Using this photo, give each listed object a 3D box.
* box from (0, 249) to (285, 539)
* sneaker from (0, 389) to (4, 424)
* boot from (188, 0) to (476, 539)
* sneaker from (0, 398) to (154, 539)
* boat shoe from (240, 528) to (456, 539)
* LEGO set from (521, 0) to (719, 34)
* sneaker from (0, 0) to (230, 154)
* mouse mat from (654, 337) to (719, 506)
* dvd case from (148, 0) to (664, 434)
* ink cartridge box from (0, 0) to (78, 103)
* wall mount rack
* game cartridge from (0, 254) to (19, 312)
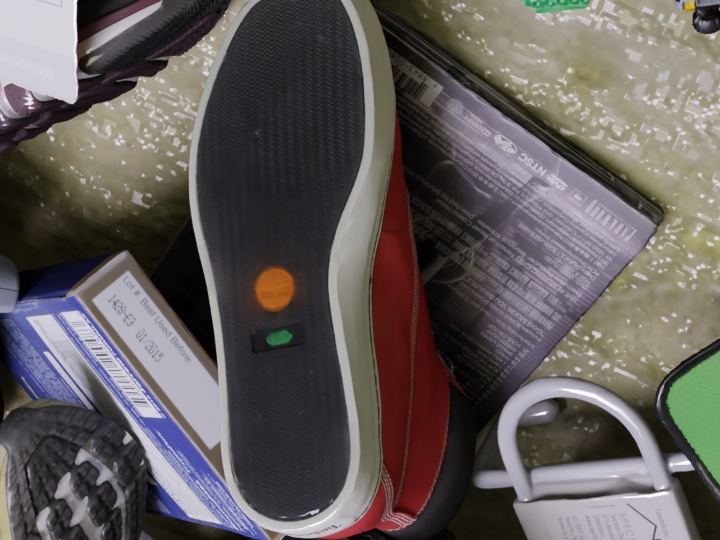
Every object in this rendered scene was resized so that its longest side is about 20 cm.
[{"bbox_3d":[-0.097,0.051,0.797,0.121,0.032,0.200,53,159,-12],"label":"box"},{"bbox_3d":[-0.182,0.058,0.791,0.075,0.200,0.071,-20,86,16],"label":"sneaker"},{"bbox_3d":[0.000,0.000,0.725,0.072,0.144,0.201,-5,80,23],"label":"boot"},{"bbox_3d":[-0.138,0.107,0.800,0.088,0.077,0.200,24,152,16],"label":"sneaker"},{"bbox_3d":[-0.021,0.139,0.838,0.075,0.066,0.199,60,148,7],"label":"boat shoe"},{"bbox_3d":[0.091,-0.180,0.561,0.153,0.116,0.200,-12,130,13],"label":"LEGO set"},{"bbox_3d":[-0.154,-0.104,0.746,0.200,0.076,0.116,-26,89,20],"label":"sneaker"},{"bbox_3d":[0.221,0.076,0.696,0.161,0.008,0.200,-34,103,11],"label":"mouse mat"},{"bbox_3d":[0.005,0.002,0.775,0.149,0.016,0.200,35,126,-2],"label":"dvd case"},{"bbox_3d":[-0.147,-0.177,0.685,0.162,0.050,0.200,20,123,24],"label":"ink cartridge box"},{"bbox_3d":[0.142,0.106,0.750,0.173,0.075,0.200,-9,116,32],"label":"wall mount rack"},{"bbox_3d":[-0.249,0.000,0.789,0.200,0.133,0.042,-1,77,44],"label":"game cartridge"}]
